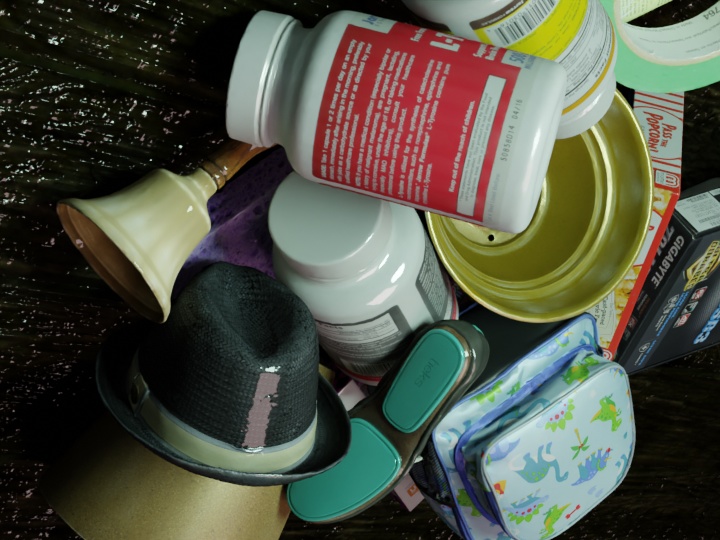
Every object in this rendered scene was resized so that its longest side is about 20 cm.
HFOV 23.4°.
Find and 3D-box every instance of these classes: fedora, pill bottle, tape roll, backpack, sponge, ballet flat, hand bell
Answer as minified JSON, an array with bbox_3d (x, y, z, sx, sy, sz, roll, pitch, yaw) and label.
[{"bbox_3d":[-0.083,0.057,1.183,0.200,0.201,0.092,-8,126,-43],"label":"fedora"},{"bbox_3d":[0.106,-0.169,1.178,0.109,0.109,0.200,-40,144,4],"label":"pill bottle"},{"bbox_3d":[0.244,-0.226,1.279,0.200,0.048,0.201,-13,134,-14],"label":"tape roll"},{"bbox_3d":[0.126,0.132,1.398,0.183,0.147,0.200,-34,137,-16],"label":"backpack"},{"bbox_3d":[0.000,0.000,1.255,0.111,0.111,0.200,-37,152,-3],"label":"pill bottle"},{"bbox_3d":[-0.060,-0.040,1.277,0.200,0.030,0.112,-36,151,-5],"label":"sponge"},{"bbox_3d":[0.028,0.114,1.279,0.200,0.068,0.068,-46,164,22],"label":"ballet flat"},{"bbox_3d":[-0.095,-0.070,1.164,0.200,0.104,0.104,-44,154,-18],"label":"hand bell"},{"bbox_3d":[0.022,-0.100,1.101,0.112,0.200,0.112,15,90,-82],"label":"pill bottle"}]

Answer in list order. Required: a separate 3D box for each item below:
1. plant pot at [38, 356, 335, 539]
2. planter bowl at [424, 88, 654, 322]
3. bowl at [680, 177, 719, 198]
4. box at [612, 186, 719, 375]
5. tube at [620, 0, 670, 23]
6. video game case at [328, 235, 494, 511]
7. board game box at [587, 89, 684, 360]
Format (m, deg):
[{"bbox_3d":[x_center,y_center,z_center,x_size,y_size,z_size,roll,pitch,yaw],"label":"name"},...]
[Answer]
[{"bbox_3d":[-0.114,0.132,1.335,0.200,0.186,0.186,-55,150,2],"label":"plant pot"},{"bbox_3d":[0.118,-0.063,1.327,0.200,0.201,0.083,-26,-167,-22],"label":"planter bowl"},{"bbox_3d":[0.312,-0.008,1.699,0.199,0.075,0.200,-24,149,-26],"label":"bowl"},{"bbox_3d":[0.320,0.001,1.604,0.198,0.050,0.200,-14,143,-35],"label":"box"},{"bbox_3d":[0.257,-0.246,1.333,0.200,0.058,0.052,-27,-172,-13],"label":"tube"},{"bbox_3d":[0.070,0.082,1.451,0.200,0.036,0.181,-43,137,-10],"label":"video game case"},{"bbox_3d":[0.219,-0.039,1.470,0.046,0.152,0.200,15,131,0],"label":"board game box"}]
